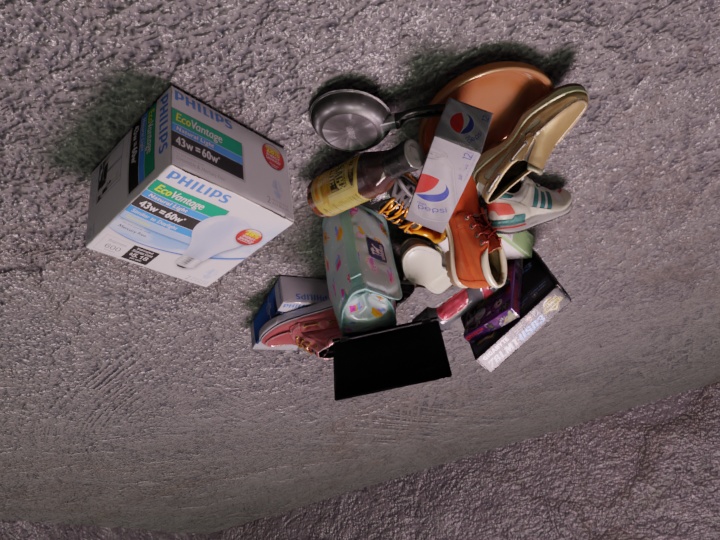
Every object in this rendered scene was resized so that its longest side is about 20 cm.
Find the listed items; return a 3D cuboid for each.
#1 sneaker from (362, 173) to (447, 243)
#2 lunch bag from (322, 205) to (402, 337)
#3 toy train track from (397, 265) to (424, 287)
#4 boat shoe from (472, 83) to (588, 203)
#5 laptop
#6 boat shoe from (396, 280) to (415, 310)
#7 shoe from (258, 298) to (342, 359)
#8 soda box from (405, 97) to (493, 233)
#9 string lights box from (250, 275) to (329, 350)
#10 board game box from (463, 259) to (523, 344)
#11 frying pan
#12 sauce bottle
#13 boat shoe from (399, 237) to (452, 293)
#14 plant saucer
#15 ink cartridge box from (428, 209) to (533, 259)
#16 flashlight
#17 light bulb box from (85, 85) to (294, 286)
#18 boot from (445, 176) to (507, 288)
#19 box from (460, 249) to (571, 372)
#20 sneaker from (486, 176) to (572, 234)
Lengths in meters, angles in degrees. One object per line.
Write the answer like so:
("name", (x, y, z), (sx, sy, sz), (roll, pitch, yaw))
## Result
("sneaker", (0.071, -0.101, 0.972), (0.196, 0.079, 0.078), (13, 145, -33))
("lunch bag", (0.000, 0.000, 1.017), (0.119, 0.174, 0.201), (-10, 153, 0))
("toy train track", (0.054, 0.008, 1.193), (0.195, 0.033, 0.115), (6, 167, -16))
("boat shoe", (0.239, -0.166, 0.849), (0.070, 0.078, 0.200), (10, 143, -32))
("laptop", (0.053, 0.158, 1.032), (0.182, 0.119, 0.201), (-12, 159, 4))
("boat shoe", (0.064, 0.061, 1.197), (0.071, 0.064, 0.200), (5, 167, -8))
("shoe", (-0.100, 0.126, 1.154), (0.196, 0.093, 0.072), (-21, 149, 11))
("soda box", (0.115, -0.135, 0.832), (0.062, 0.069, 0.201), (20, 154, 2))
("string lights box", (-0.144, 0.091, 1.231), (0.101, 0.060, 0.201), (5, 145, -27))
("board game box", (0.255, 0.037, 1.162), (0.032, 0.202, 0.119), (41, 129, -18))
("frying pan", (0.023, -0.189, 0.818), (0.185, 0.032, 0.115), (9, 154, -7))
("sauce bottle", (0.004, -0.131, 0.860), (0.065, 0.068, 0.198), (17, 154, -40))
("boat shoe", (0.114, -0.016, 1.089), (0.071, 0.061, 0.201), (-35, 150, 13))
("plant saucer", (0.174, -0.215, 0.857), (0.195, 0.038, 0.202), (-10, 150, -6))
("ink cartridge box", (0.198, -0.055, 1.129), (0.197, 0.049, 0.144), (-5, 159, 41))
("flashlight", (0.181, 0.053, 1.140), (0.199, 0.069, 0.068), (-39, 165, 25))
("light bulb box", (-0.225, -0.098, 0.817), (0.198, 0.127, 0.196), (-31, 145, 32))
("boot", (0.179, -0.069, 0.952), (0.074, 0.205, 0.107), (-19, -165, -26))
("box", (0.282, 0.065, 1.161), (0.049, 0.200, 0.200), (38, 108, -18))
("sneaker", (0.280, -0.126, 1.009), (0.197, 0.096, 0.070), (-21, -163, -32))
